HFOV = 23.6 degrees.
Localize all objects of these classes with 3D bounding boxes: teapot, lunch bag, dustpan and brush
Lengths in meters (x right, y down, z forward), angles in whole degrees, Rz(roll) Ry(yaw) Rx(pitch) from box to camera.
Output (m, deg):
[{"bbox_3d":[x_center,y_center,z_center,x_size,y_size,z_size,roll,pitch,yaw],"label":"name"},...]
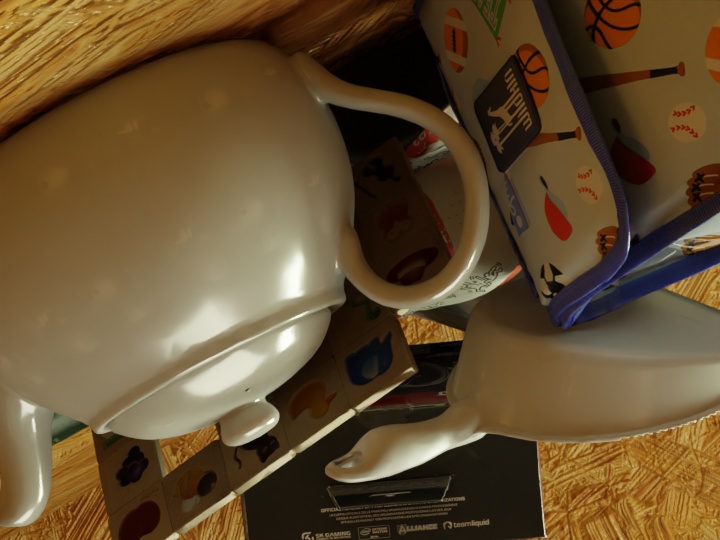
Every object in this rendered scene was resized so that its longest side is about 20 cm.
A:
[{"bbox_3d":[-0.073,0.003,0.729,0.197,0.146,0.200,-26,173,-31],"label":"teapot"},{"bbox_3d":[0.124,-0.090,0.701,0.200,0.170,0.124,-31,161,32],"label":"lunch bag"},{"bbox_3d":[0.070,0.050,0.752,0.200,0.057,0.140,-7,-160,-35],"label":"dustpan and brush"}]

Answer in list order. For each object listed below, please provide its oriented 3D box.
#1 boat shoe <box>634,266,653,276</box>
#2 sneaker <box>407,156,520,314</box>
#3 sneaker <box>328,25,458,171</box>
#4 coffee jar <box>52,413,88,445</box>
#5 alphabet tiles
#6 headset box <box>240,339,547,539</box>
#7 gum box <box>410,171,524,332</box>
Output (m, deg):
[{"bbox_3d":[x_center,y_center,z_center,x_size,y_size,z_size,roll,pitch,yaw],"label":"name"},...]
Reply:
[{"bbox_3d":[0.156,-0.061,0.824,0.060,0.072,0.202,18,-133,32],"label":"boat shoe"},{"bbox_3d":[0.000,0.001,0.859,0.108,0.067,0.201,-22,177,-37],"label":"sneaker"},{"bbox_3d":[0.075,-0.110,0.878,0.201,0.067,0.108,-26,176,6],"label":"sneaker"},{"bbox_3d":[-0.151,0.040,0.987,0.200,0.085,0.104,-27,-178,-7],"label":"coffee jar"},{"bbox_3d":[-0.049,0.026,0.804,0.200,0.167,0.008,-36,131,14],"label":"alphabet tiles"},{"bbox_3d":[0.016,0.091,0.903,0.149,0.077,0.200,-6,-172,1],"label":"headset box"},{"bbox_3d":[0.083,-0.024,0.951,0.200,0.066,0.114,16,-106,47],"label":"gum box"}]
